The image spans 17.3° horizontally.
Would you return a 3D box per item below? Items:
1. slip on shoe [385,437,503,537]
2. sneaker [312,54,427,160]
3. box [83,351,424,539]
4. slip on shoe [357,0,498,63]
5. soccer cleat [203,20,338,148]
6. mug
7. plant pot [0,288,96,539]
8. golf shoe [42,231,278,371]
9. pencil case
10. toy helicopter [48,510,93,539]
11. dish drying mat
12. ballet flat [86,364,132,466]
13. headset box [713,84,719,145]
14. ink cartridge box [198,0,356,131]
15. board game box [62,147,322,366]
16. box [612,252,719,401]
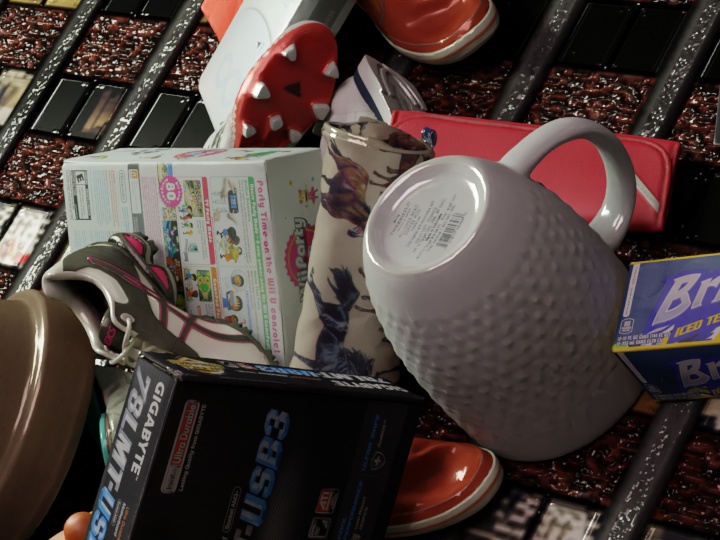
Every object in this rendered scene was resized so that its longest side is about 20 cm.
[{"bbox_3d":[-0.006,0.125,1.523,0.200,0.061,0.074,5,45,24],"label":"slip on shoe"},{"bbox_3d":[0.017,-0.064,1.681,0.080,0.076,0.200,-41,37,21],"label":"sneaker"},{"bbox_3d":[-0.071,0.155,1.419,0.050,0.198,0.200,25,102,45],"label":"box"},{"bbox_3d":[0.032,-0.214,1.775,0.074,0.061,0.200,-43,43,-2],"label":"slip on shoe"},{"bbox_3d":[-0.079,-0.098,1.741,0.200,0.069,0.085,-66,27,14],"label":"soccer cleat"},{"bbox_3d":[0.099,-0.006,1.482,0.200,0.175,0.148,-51,43,-8],"label":"mug"},{"bbox_3d":[-0.307,0.087,1.670,0.200,0.174,0.200,-46,32,40],"label":"plant pot"},{"bbox_3d":[-0.134,0.057,1.613,0.200,0.088,0.077,40,121,24],"label":"golf shoe"},{"bbox_3d":[0.000,0.000,1.556,0.078,0.089,0.200,11,104,10],"label":"pencil case"},{"bbox_3d":[-0.142,0.163,1.495,0.079,0.132,0.200,3,67,39],"label":"toy helicopter"},{"bbox_3d":[0.110,-0.067,1.584,0.200,0.018,0.077,8,61,14],"label":"dish drying mat"},{"bbox_3d":[-0.157,0.106,1.656,0.064,0.068,0.200,-14,13,-10],"label":"ballet flat"},{"bbox_3d":[0.316,-0.113,1.477,0.200,0.075,0.149,-10,52,31],"label":"headset box"},{"bbox_3d":[-0.081,-0.214,1.830,0.160,0.047,0.200,-58,37,29],"label":"ink cartridge box"},{"bbox_3d":[-0.116,-0.011,1.678,0.200,0.064,0.148,3,102,40],"label":"board game box"},{"bbox_3d":[0.256,0.029,1.419,0.200,0.064,0.070,-7,53,34],"label":"box"}]
